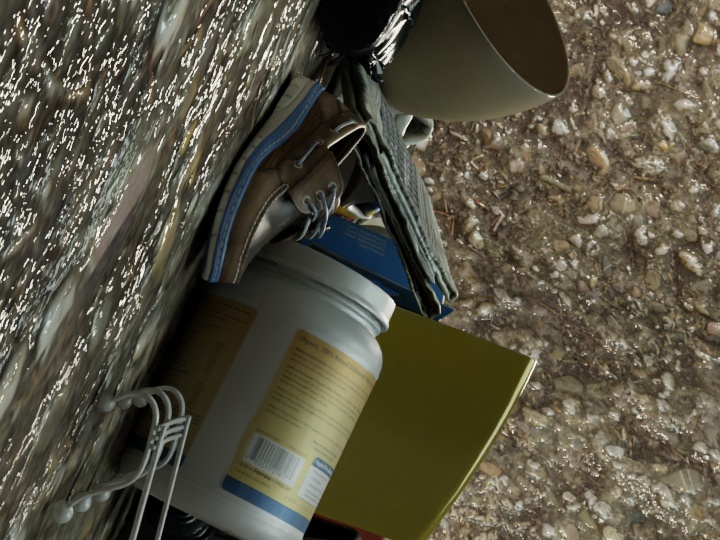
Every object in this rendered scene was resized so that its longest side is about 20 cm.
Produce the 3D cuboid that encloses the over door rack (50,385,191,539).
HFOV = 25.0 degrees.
[{"bbox_3d":[-0.150,0.173,1.010,0.148,0.066,0.202,65,28,-87],"label":"over door rack"}]

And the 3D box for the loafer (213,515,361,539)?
[{"bbox_3d":[-0.089,0.206,1.356,0.072,0.198,0.063,-59,168,-53],"label":"loafer"}]

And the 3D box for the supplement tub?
[{"bbox_3d":[-0.071,0.089,1.173,0.201,0.144,0.145,-64,177,-11],"label":"supplement tub"}]

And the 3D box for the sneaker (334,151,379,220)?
[{"bbox_3d":[-0.016,-0.078,1.499,0.200,0.089,0.076,-34,148,-85],"label":"sneaker"}]

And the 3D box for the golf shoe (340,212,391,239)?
[{"bbox_3d":[-0.042,0.021,1.612,0.200,0.088,0.077,-47,176,10],"label":"golf shoe"}]

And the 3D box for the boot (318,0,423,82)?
[{"bbox_3d":[0.033,-0.238,1.241,0.199,0.073,0.162,-59,176,5],"label":"boot"}]

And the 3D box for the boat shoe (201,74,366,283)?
[{"bbox_3d":[-0.048,-0.060,1.130,0.072,0.072,0.201,112,3,-50],"label":"boat shoe"}]

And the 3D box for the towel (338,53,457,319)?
[{"bbox_3d":[0.031,-0.081,1.352,0.201,0.034,0.194,-94,163,-60],"label":"towel"}]

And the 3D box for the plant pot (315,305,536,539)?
[{"bbox_3d":[0.003,0.121,1.362,0.200,0.198,0.178,176,-66,-76],"label":"plant pot"}]

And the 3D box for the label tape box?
[{"bbox_3d":[0.000,0.000,1.471,0.067,0.142,0.200,-70,-168,-17],"label":"label tape box"}]

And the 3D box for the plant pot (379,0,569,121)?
[{"bbox_3d":[0.074,-0.212,1.433,0.134,0.201,0.201,-28,-162,28],"label":"plant pot"}]

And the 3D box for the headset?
[{"bbox_3d":[-0.157,0.195,1.280,0.200,0.094,0.124,-42,167,-22],"label":"headset"}]

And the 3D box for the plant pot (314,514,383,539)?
[{"bbox_3d":[-0.059,0.177,1.521,0.201,0.194,0.202,-155,-90,-86],"label":"plant pot"}]

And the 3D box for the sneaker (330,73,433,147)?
[{"bbox_3d":[0.022,-0.149,1.554,0.200,0.099,0.078,-57,171,-77],"label":"sneaker"}]
